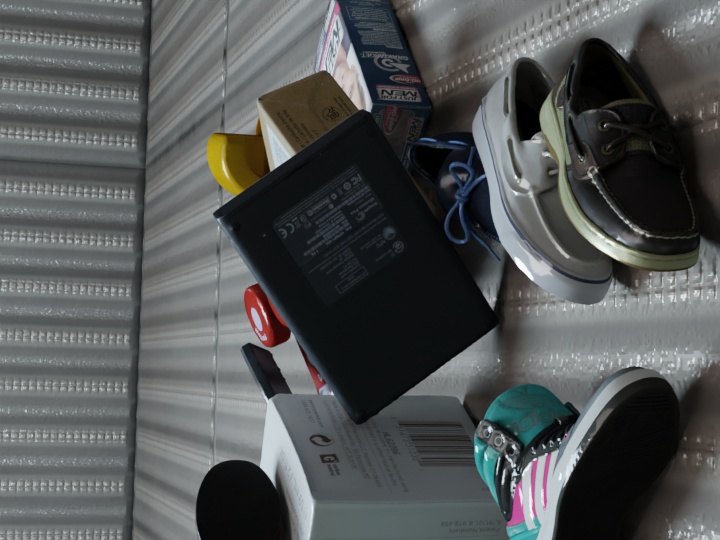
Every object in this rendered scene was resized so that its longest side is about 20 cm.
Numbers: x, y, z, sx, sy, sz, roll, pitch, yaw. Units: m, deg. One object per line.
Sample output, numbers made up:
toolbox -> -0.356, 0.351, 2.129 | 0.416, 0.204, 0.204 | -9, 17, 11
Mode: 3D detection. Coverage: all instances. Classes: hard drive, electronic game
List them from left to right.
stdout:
electronic game -> -0.073, 0.165, 1.509 | 0.201, 0.041, 0.200 | 61, 175, 10
hard drive -> 0.000, 0.000, 1.105 | 0.200, 0.139, 0.033 | 57, 174, -18

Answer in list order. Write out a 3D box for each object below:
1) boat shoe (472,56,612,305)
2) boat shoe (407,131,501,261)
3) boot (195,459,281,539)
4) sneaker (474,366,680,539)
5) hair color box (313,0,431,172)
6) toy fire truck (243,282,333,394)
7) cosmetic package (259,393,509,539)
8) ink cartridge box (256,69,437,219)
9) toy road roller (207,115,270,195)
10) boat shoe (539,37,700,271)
boat shoe -> 0.129, -0.066, 0.978 | 0.201, 0.072, 0.066 | -100, 25, -45
boat shoe -> 0.086, -0.056, 1.107 | 0.200, 0.068, 0.085 | -142, 56, -70
boot -> -0.091, 0.273, 1.130 | 0.201, 0.068, 0.189 | 100, 154, -45
sneaker -> 0.131, 0.107, 0.923 | 0.121, 0.083, 0.201 | -118, 32, -42
hair color box -> 0.007, -0.177, 1.403 | 0.201, 0.060, 0.100 | -107, 25, -47
toy fire truck -> -0.023, 0.063, 1.424 | 0.169, 0.112, 0.200 | 65, 158, 8
cosmetic package -> 0.010, 0.224, 1.151 | 0.167, 0.165, 0.201 | -123, 38, -62
ink cartridge box -> -0.008, -0.046, 1.245 | 0.200, 0.075, 0.165 | 54, 161, 38
toy road roller -> -0.092, -0.083, 1.568 | 0.123, 0.145, 0.201 | -157, 70, -72
boat shoe -> 0.155, -0.075, 0.878 | 0.200, 0.073, 0.065 | -110, 23, -52
